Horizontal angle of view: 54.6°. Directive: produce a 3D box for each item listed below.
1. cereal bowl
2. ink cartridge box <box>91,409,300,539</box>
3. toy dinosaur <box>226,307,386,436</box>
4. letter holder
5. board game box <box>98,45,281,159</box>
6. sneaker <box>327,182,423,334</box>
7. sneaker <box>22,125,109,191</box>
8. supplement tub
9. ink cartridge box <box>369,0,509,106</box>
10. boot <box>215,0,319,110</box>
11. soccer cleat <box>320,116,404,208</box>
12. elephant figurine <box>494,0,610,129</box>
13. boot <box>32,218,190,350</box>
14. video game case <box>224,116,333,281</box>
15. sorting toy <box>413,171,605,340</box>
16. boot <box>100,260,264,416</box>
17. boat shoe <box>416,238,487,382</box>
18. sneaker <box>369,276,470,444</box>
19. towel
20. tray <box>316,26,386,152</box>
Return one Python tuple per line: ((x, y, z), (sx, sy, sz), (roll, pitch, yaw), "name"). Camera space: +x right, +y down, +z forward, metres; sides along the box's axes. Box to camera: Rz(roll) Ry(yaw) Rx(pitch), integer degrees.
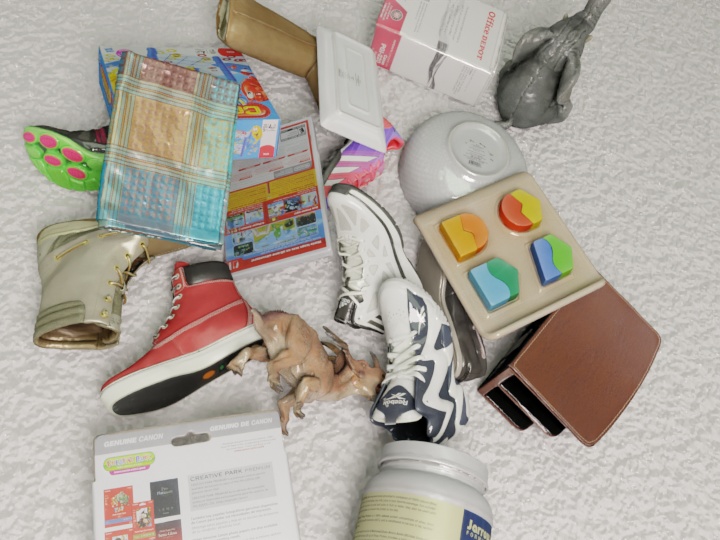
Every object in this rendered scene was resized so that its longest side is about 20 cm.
((0.158, -0.152, 1.009), (0.195, 0.084, 0.205), (7, 62, -13), "cereal bowl")
((-0.167, 0.251, 0.714), (0.195, 0.084, 0.180), (-4, 65, -17), "ink cartridge box")
((-0.065, 0.096, 0.795), (0.202, 0.085, 0.136), (55, 53, -25), "toy dinosaur")
((0.272, 0.122, 0.891), (0.142, 0.101, 0.200), (43, 61, 7), "letter holder")
((-0.225, -0.220, 0.906), (0.195, 0.057, 0.197), (-8, 44, -26), "board game box")
((0.000, 0.000, 0.848), (0.116, 0.075, 0.202), (-51, 126, -26), "sneaker")
((-0.328, -0.148, 0.893), (0.195, 0.078, 0.085), (10, 35, -8), "sneaker")
((0.060, 0.296, 0.717), (0.142, 0.146, 0.204), (18, 61, -5), "supplement tub")
((0.124, -0.372, 1.110), (0.196, 0.085, 0.148), (21, 60, -2), "ink cartridge box")
((-0.106, -0.292, 0.983), (0.197, 0.066, 0.178), (16, 45, -34), "boot")
((-0.007, -0.142, 0.971), (0.073, 0.068, 0.202), (36, 59, -5), "soccer cleat")
((0.288, -0.321, 1.061), (0.138, 0.201, 0.159), (6, 62, -12), "elephant figurine")
((-0.271, 0.007, 0.796), (0.195, 0.073, 0.157), (-11, 53, -8), "boot")
((-0.115, -0.096, 0.909), (0.139, 0.017, 0.205), (-14, 65, 9), "video game case")
((0.188, -0.030, 0.886), (0.182, 0.037, 0.202), (-23, 62, -15), "sorting toy")
((-0.222, 0.069, 0.807), (0.197, 0.073, 0.145), (-25, 66, -26), "boot")
((0.118, 0.048, 0.910), (0.056, 0.067, 0.205), (7, 61, -29), "boat shoe")
((0.052, 0.117, 0.794), (0.129, 0.078, 0.204), (-30, 106, -57), "sneaker")
((-0.215, -0.135, 0.794), (0.143, 0.022, 0.206), (9, 81, -25), "towel")
((-0.010, -0.262, 0.975), (0.105, 0.022, 0.204), (16, 52, -28), "tray")
